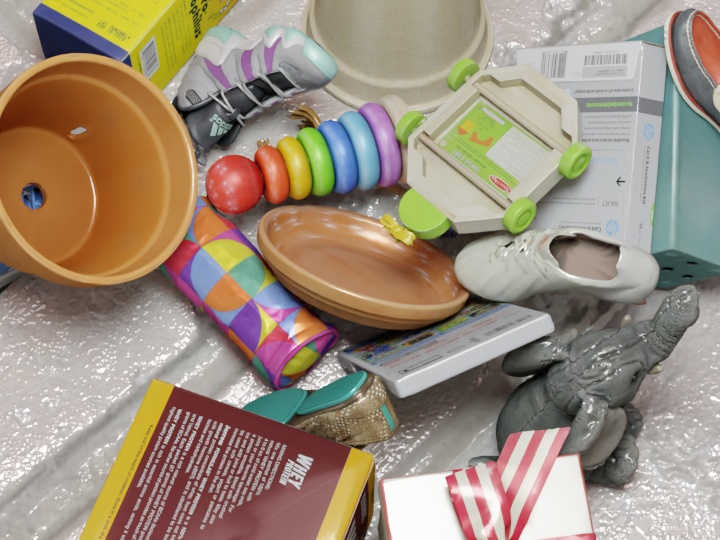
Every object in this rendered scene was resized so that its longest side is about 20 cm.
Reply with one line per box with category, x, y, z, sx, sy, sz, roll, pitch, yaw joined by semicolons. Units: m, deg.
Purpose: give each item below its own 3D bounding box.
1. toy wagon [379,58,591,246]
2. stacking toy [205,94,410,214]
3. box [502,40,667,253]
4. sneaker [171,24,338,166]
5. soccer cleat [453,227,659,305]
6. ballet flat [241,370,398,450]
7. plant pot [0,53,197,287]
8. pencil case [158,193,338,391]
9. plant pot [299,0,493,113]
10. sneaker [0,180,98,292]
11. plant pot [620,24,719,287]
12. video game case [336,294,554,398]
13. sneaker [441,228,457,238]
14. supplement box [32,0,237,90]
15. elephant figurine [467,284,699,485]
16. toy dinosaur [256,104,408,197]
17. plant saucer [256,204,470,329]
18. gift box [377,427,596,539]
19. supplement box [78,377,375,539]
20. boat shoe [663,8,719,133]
toy wagon;0.099;-0.094;1.432;0.200;0.040;0.155;-44;59;-7
stacking toy;-0.046;-0.096;1.500;0.199;0.086;0.086;-18;63;-14
box;0.198;-0.101;1.463;0.041;0.156;0.201;6;89;-39
sneaker;-0.113;-0.159;1.554;0.200;0.078;0.140;8;63;53
soccer cleat;0.159;-0.010;1.390;0.199;0.077;0.070;4;71;37
ballet flat;-0.038;0.134;1.389;0.071;0.200;0.065;-47;107;-31
plant pot;-0.262;-0.076;1.438;0.199;0.140;0.201;8;77;-34
pencil case;-0.110;0.017;1.484;0.088;0.089;0.200;-37;69;-18
plant pot;0.038;-0.285;1.589;0.199;0.184;0.201;0;61;-1
sneaker;-0.316;-0.038;1.514;0.200;0.077;0.076;-38;67;-20
plant pot;0.281;-0.095;1.495;0.141;0.141;0.201;17;70;-36
video game case;0.069;0.062;1.410;0.143;0.200;0.018;-23;100;-12
sneaker;0.141;-0.103;1.557;0.078;0.075;0.200;36;69;14
supplement box;-0.215;-0.268;1.620;0.109;0.110;0.200;30;66;15
elephant figurine;0.186;0.097;1.375;0.141;0.200;0.156;20;65;9
toy dinosaur;-0.036;-0.099;1.573;0.199;0.060;0.107;-1;72;-15
plant saucer;0.000;0.000;1.465;0.199;0.038;0.200;15;21;-6
gift box;0.114;0.240;1.297;0.199;0.187;0.185;-12;70;-4
supplement box;-0.111;0.230;1.341;0.199;0.133;0.198;17;63;9
boat shoe;0.335;-0.147;1.421;0.071;0.062;0.200;-46;109;-33
